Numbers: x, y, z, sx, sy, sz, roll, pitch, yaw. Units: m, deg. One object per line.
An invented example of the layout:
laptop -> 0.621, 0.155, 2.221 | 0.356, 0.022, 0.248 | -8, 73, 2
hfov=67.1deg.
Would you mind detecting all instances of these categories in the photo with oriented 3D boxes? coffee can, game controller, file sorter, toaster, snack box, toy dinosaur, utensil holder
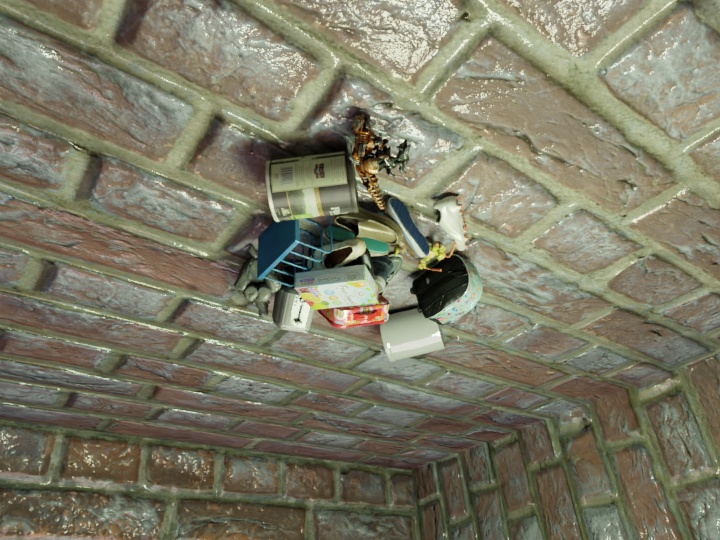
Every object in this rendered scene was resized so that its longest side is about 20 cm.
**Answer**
coffee can -> -0.110, -0.198, 1.276 | 0.198, 0.147, 0.147 | -6, 146, 3
game controller -> -0.057, -0.022, 1.522 | 0.199, 0.042, 0.105 | 2, 112, 27
file sorter -> -0.179, -0.067, 1.469 | 0.122, 0.140, 0.200 | 19, 140, -33
toaster -> -0.206, 0.107, 1.649 | 0.113, 0.130, 0.200 | 11, -176, -23
snack box -> -0.063, 0.048, 1.478 | 0.198, 0.053, 0.142 | -7, 151, 15
toy dinosaur -> 0.029, -0.246, 1.224 | 0.135, 0.102, 0.201 | -17, 123, -32
utensil holder -> 0.184, 0.219, 1.921 | 0.199, 0.171, 0.170 | -15, 145, 10

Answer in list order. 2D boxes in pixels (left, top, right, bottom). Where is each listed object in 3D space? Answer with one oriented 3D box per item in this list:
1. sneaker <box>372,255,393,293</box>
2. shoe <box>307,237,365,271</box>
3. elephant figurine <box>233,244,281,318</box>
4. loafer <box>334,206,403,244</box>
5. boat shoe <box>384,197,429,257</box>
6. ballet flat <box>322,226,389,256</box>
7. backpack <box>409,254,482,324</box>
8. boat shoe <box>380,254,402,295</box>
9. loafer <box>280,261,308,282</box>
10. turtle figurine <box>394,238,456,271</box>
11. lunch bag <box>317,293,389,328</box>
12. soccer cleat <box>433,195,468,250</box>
sneaker -> 0.001, 0.001, 1.609 | 0.201, 0.147, 0.077 | 0, 133, 27
shoe -> -0.076, -0.038, 1.466 | 0.199, 0.053, 0.070 | -22, 99, 35
elephant figurine -> -0.309, 0.041, 1.636 | 0.141, 0.156, 0.200 | 35, 170, 1
loafer -> 0.016, -0.114, 1.426 | 0.199, 0.068, 0.076 | 24, 147, 5
boat shoe -> 0.110, -0.106, 1.474 | 0.072, 0.072, 0.200 | -17, 121, 34
ballet flat -> -0.017, -0.077, 1.549 | 0.199, 0.068, 0.067 | 17, 146, -14
backpack -> 0.278, 0.056, 1.680 | 0.150, 0.178, 0.200 | 20, 129, -38
boat shoe -> 0.080, 0.022, 1.702 | 0.072, 0.062, 0.200 | 10, 144, -21
loafer -> -0.141, 0.005, 1.642 | 0.199, 0.069, 0.071 | 0, 156, 0
turtle figurine -> 0.187, -0.064, 1.585 | 0.160, 0.065, 0.200 | 14, 158, -10
lunch bag -> -0.015, 0.111, 1.632 | 0.199, 0.176, 0.083 | -4, 111, -30
soccer cleat -> 0.252, -0.129, 1.504 | 0.077, 0.070, 0.201 | -9, 139, 15
